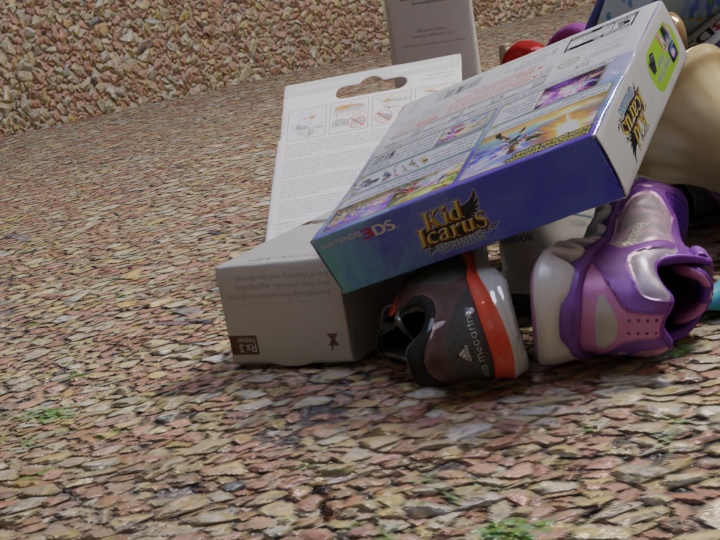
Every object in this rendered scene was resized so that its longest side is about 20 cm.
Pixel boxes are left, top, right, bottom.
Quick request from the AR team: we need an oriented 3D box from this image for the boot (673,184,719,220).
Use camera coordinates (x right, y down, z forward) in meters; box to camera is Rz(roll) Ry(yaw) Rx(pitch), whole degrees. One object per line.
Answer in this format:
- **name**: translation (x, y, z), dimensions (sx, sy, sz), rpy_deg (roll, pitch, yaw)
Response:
- **boot**: translation (0.295, -0.064, 1.163), dimensions (0.130, 0.071, 0.200), rpy_deg (-15, 2, -6)

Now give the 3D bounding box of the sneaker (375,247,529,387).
- **sneaker**: translation (0.044, 0.020, 0.952), dimensions (0.081, 0.078, 0.200), rpy_deg (-19, 11, 0)

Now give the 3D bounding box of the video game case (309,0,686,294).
- **video game case**: translation (0.087, -0.076, 0.965), dimensions (0.199, 0.046, 0.182), rpy_deg (-19, 22, 33)

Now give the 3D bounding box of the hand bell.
- **hand bell**: translation (0.273, -0.051, 0.982), dimensions (0.104, 0.105, 0.200), rpy_deg (-20, 45, -40)

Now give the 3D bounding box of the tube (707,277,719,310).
- **tube**: translation (0.290, -0.002, 0.910), dimensions (0.199, 0.051, 0.077), rpy_deg (-6, 14, 40)

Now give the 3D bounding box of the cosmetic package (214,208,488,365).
- **cosmetic package**: translation (0.000, 0.000, 1.078), dimensions (0.101, 0.075, 0.200), rpy_deg (-4, 12, 31)

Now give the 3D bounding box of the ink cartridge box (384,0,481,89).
- **ink cartridge box**: translation (0.075, -0.179, 1.519), dimensions (0.085, 0.202, 0.148), rpy_deg (-9, 12, 3)

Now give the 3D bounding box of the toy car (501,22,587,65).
- **toy car**: translation (0.176, -0.128, 1.322), dimensions (0.199, 0.152, 0.174), rpy_deg (-17, 13, -29)

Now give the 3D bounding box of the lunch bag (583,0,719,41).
- **lunch bag**: translation (0.276, -0.195, 1.220), dimensions (0.198, 0.162, 0.083), rpy_deg (-9, 50, -22)

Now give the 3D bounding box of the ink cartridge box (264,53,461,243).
- **ink cartridge box**: translation (0.012, -0.082, 1.278), dimensions (0.161, 0.057, 0.201), rpy_deg (-9, 41, 12)

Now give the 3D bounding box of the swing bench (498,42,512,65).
- **swing bench**: translation (0.274, -0.192, 1.598), dimensions (0.198, 0.131, 0.199), rpy_deg (-20, 15, -16)

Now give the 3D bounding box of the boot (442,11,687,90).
- **boot**: translation (0.127, -0.119, 1.131), dimensions (0.154, 0.077, 0.200), rpy_deg (12, -41, -27)

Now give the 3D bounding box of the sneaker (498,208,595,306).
- **sneaker**: translation (0.156, -0.038, 1.082), dimensions (0.074, 0.088, 0.199), rpy_deg (-5, 12, 34)

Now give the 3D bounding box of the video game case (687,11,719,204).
- **video game case**: translation (0.301, -0.126, 1.093), dimensions (0.181, 0.036, 0.201), rpy_deg (-38, 40, 11)

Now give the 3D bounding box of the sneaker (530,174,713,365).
- **sneaker**: translation (0.170, 0.002, 0.933), dimensions (0.088, 0.081, 0.200), rpy_deg (3, 22, 26)
